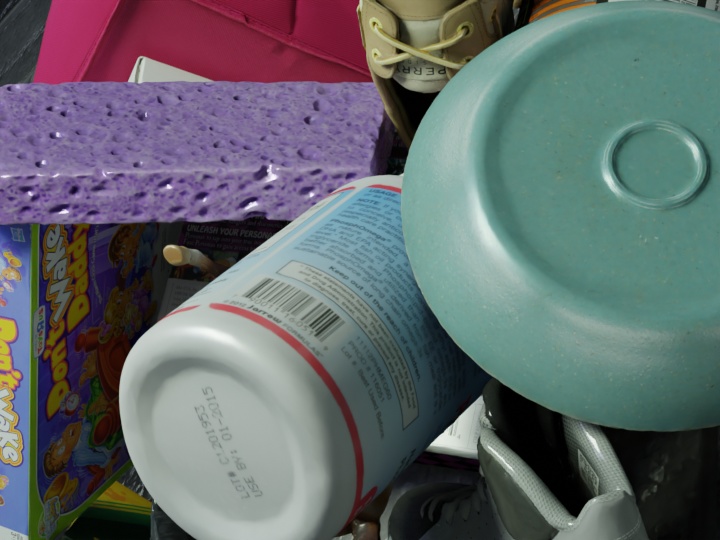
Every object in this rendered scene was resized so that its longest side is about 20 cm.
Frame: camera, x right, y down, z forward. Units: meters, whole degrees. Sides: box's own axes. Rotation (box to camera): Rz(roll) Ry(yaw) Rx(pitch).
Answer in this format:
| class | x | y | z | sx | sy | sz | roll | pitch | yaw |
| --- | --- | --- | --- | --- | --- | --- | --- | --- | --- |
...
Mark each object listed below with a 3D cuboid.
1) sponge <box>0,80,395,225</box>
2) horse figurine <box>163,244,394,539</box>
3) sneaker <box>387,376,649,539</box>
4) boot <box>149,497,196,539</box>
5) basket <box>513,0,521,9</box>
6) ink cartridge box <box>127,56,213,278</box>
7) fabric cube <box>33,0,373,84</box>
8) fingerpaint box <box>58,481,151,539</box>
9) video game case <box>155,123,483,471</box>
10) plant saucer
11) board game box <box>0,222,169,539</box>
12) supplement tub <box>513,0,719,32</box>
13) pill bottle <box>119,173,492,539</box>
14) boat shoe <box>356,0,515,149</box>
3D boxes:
| class | x | y | z | sx | sy | sz | roll | pitch | yaw |
| --- | --- | --- | --- | --- | --- | --- | --- | --- | --- |
| sponge | -0.087 | -0.058 | 1.071 | 0.112 | 0.199 | 0.030 | -80 | -12 | -62 |
| horse figurine | -0.023 | 0.063 | 1.021 | 0.050 | 0.132 | 0.200 | -24 | 71 | 30 |
| sneaker | 0.064 | 0.088 | 0.927 | 0.075 | 0.116 | 0.200 | -24 | 20 | -23 |
| boot | -0.086 | 0.176 | 1.081 | 0.165 | 0.065 | 0.200 | -125 | 30 | -60 |
| basket | 0.127 | -0.245 | 1.171 | 0.200 | 0.143 | 0.149 | -45 | 28 | 32 |
| ink cartridge box | -0.094 | -0.001 | 1.277 | 0.086 | 0.146 | 0.200 | -90 | 23 | -55 |
| fabric cube | -0.078 | -0.131 | 1.360 | 0.196 | 0.200 | 0.200 | -53 | 22 | 38 |
| fingerpaint box | -0.176 | 0.228 | 1.255 | 0.200 | 0.073 | 0.167 | -58 | 1 | 6 |
| video game case | 0.000 | 0.000 | 1.114 | 0.200 | 0.036 | 0.182 | 5 | 72 | 26 |
| plant saucer | 0.115 | -0.034 | 0.892 | 0.036 | 0.200 | 0.200 | 87 | -162 | -60 |
| board game box | -0.152 | 0.030 | 1.161 | 0.134 | 0.045 | 0.200 | -44 | -34 | -52 |
| supplement tub | 0.133 | -0.115 | 1.029 | 0.122 | 0.122 | 0.200 | -30 | 38 | 50 |
| pill bottle | -0.002 | 0.027 | 0.936 | 0.109 | 0.109 | 0.200 | -37 | 1 | 43 |
| boat shoe | 0.036 | -0.109 | 1.010 | 0.200 | 0.074 | 0.067 | 64 | -146 | -63 |
